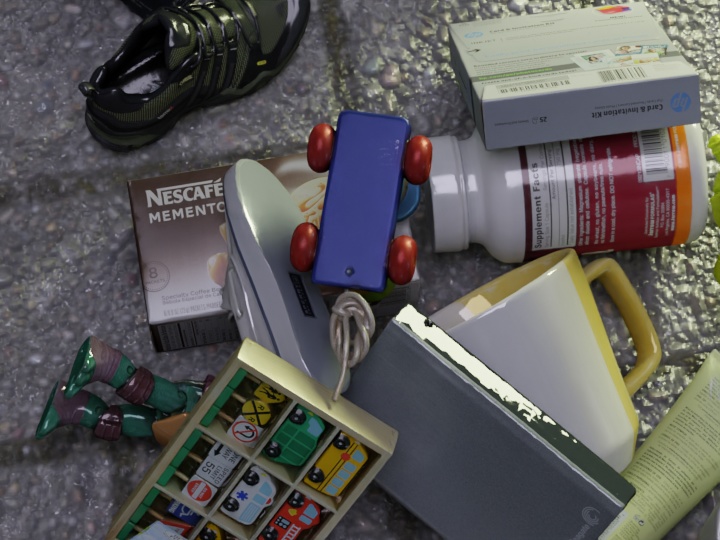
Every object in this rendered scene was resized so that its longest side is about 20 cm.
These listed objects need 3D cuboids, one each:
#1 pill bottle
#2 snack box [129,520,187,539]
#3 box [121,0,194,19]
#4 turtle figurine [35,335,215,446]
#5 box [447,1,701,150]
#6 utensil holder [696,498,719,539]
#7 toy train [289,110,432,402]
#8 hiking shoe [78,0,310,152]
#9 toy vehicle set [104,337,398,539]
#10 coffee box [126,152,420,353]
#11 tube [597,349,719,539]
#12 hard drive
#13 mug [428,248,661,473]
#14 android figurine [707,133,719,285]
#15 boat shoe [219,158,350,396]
[{"bbox_3d":[0.148,-0.066,1.675,0.199,0.113,0.113,-6,73,-2],"label":"pill bottle"},{"bbox_3d":[-0.125,0.300,1.540,0.168,0.068,0.200,33,108,9],"label":"snack box"},{"bbox_3d":[-0.133,-0.317,1.706,0.123,0.198,0.200,37,77,11],"label":"box"},{"bbox_3d":[-0.123,0.122,1.625,0.199,0.150,0.101,25,30,-12],"label":"turtle figurine"},{"bbox_3d":[0.152,-0.146,1.665,0.155,0.200,0.041,-7,113,-3],"label":"box"},{"bbox_3d":[0.311,0.205,1.544,0.169,0.200,0.171,0,71,0],"label":"utensil holder"},{"bbox_3d":[0.000,0.000,1.576,0.084,0.116,0.201,7,79,9],"label":"toy train"},{"bbox_3d":[-0.120,-0.165,1.710,0.200,0.101,0.076,-37,77,-11],"label":"hiking shoe"},{"bbox_3d":[-0.077,0.149,1.560,0.124,0.200,0.027,32,34,-7],"label":"toy vehicle set"},{"bbox_3d":[-0.064,-0.018,1.675,0.199,0.080,0.115,-8,73,-3],"label":"coffee box"},{"bbox_3d":[0.223,0.150,1.646,0.200,0.052,0.058,-45,116,-17],"label":"tube"},{"bbox_3d":[0.077,0.129,1.559,0.200,0.140,0.033,39,45,6],"label":"hard drive"},{"bbox_3d":[0.137,0.077,1.613,0.186,0.149,0.153,-30,94,-5],"label":"mug"},{"bbox_3d":[0.329,-0.029,1.664,0.182,0.041,0.200,-41,97,-31],"label":"android figurine"},{"bbox_3d":[-0.069,0.015,1.588,0.065,0.073,0.201,-36,53,29],"label":"boat shoe"}]
